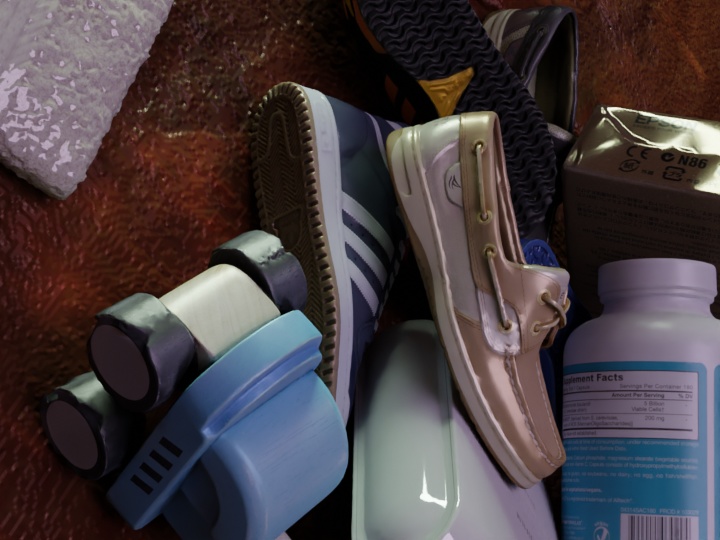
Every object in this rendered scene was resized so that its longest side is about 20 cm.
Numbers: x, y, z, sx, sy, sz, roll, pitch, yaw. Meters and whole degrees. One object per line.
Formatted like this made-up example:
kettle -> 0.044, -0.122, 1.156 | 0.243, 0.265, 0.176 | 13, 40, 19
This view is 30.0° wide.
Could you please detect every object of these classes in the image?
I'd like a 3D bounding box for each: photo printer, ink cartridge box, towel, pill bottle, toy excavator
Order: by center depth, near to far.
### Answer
toy excavator -> -0.054, 0.115, 0.636 | 0.200, 0.195, 0.100 | 49, 45, 10
towel -> -0.151, -0.147, 0.650 | 0.132, 0.034, 0.200 | 39, 57, -32
photo printer -> 0.055, 0.142, 0.705 | 0.167, 0.069, 0.200 | 59, 16, -26
pill bottle -> 0.174, 0.097, 0.788 | 0.111, 0.111, 0.200 | 12, 77, -43
ink cartridge box -> 0.236, -0.009, 0.858 | 0.075, 0.200, 0.165 | -58, 150, -37

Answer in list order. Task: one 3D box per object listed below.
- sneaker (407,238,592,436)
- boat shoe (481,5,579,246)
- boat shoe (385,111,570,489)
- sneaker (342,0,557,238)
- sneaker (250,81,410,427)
sneaker -> 0.092, 0.036, 0.836 | 0.070, 0.078, 0.200 | -60, 145, -24
boat shoe -> 0.109, -0.082, 0.873 | 0.072, 0.066, 0.201 | 19, 69, -42
boat shoe -> 0.074, 0.011, 0.697 | 0.074, 0.069, 0.200 | -9, 79, -75
sneaker -> 0.051, -0.110, 0.809 | 0.070, 0.090, 0.200 | -33, 114, -3
sneaker -> 0.000, 0.000, 0.745 | 0.108, 0.070, 0.200 | 8, 73, -42
